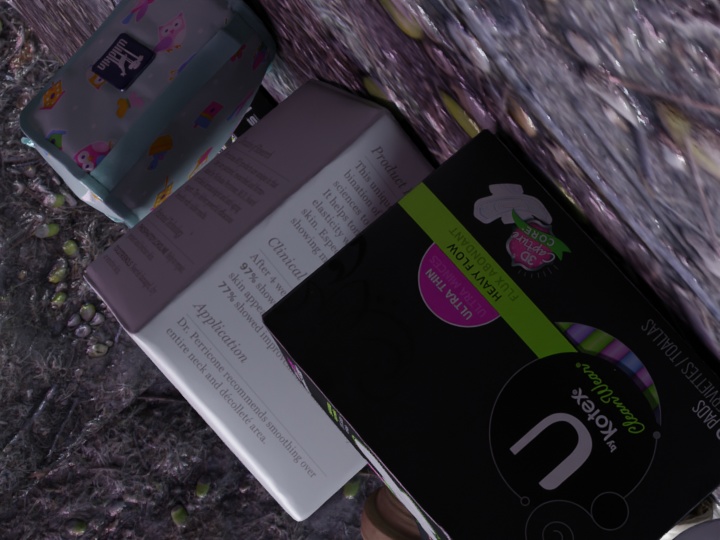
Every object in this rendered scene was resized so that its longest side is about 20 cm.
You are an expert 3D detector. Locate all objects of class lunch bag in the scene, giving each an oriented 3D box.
[{"bbox_3d":[-0.145,-0.120,1.169,0.122,0.170,0.200,43,175,-10],"label":"lunch bag"}]

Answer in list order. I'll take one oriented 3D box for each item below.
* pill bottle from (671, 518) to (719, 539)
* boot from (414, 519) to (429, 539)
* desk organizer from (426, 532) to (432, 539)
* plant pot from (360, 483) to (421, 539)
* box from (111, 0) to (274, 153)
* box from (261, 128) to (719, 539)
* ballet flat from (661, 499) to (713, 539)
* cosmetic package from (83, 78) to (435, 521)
[{"bbox_3d":[0.217,0.217,0.904,0.114,0.114,0.200,44,171,41],"label":"pill bottle"},{"bbox_3d":[0.115,0.206,1.417,0.203,0.073,0.154,-22,93,43],"label":"boot"},{"bbox_3d":[0.061,0.103,0.973,0.200,0.072,0.077,65,166,-19],"label":"desk organizer"},{"bbox_3d":[0.104,0.218,1.588,0.200,0.093,0.201,8,-166,-2],"label":"plant pot"},{"bbox_3d":[-0.130,-0.154,1.424,0.200,0.047,0.193,50,171,6],"label":"box"},{"bbox_3d":[0.073,0.061,0.828,0.200,0.148,0.124,48,174,11],"label":"box"},{"bbox_3d":[0.141,0.103,1.043,0.200,0.069,0.069,45,172,23],"label":"ballet flat"},{"bbox_3d":[-0.035,0.013,1.052,0.167,0.200,0.166,52,173,-21],"label":"cosmetic package"}]
